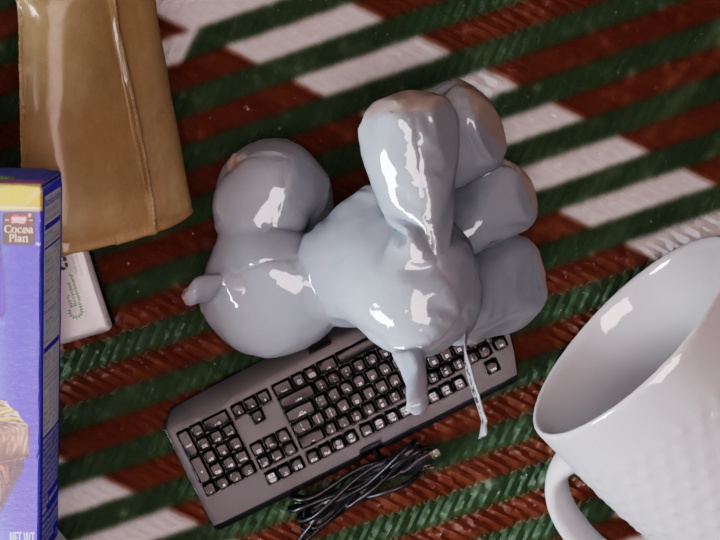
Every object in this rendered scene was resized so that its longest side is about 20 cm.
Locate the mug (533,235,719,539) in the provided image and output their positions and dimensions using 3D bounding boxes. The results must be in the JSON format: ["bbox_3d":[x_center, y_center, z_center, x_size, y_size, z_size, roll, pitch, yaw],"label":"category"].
[{"bbox_3d":[0.189,0.106,1.630,0.175,0.148,0.200,44,125,-14],"label":"mug"}]

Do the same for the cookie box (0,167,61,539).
[{"bbox_3d":[-0.244,0.047,1.547,0.171,0.075,0.201,1,97,0],"label":"cookie box"}]

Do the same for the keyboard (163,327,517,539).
[{"bbox_3d":[-0.003,0.083,1.663,0.200,0.040,0.104,-27,97,3],"label":"keyboard"}]

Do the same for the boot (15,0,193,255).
[{"bbox_3d":[-0.115,-0.124,1.608,0.175,0.066,0.201,-14,106,-23],"label":"boot"}]

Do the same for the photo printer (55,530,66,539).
[{"bbox_3d":[-0.238,0.219,1.661,0.200,0.069,0.167,-38,97,4],"label":"photo printer"}]

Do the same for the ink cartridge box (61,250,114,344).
[{"bbox_3d":[-0.245,0.014,1.649,0.199,0.037,0.095,-17,97,-1],"label":"ink cartridge box"}]

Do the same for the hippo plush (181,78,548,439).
[{"bbox_3d":[0.000,0.000,1.617,0.160,0.159,0.201,-8,74,29],"label":"hippo plush"}]
